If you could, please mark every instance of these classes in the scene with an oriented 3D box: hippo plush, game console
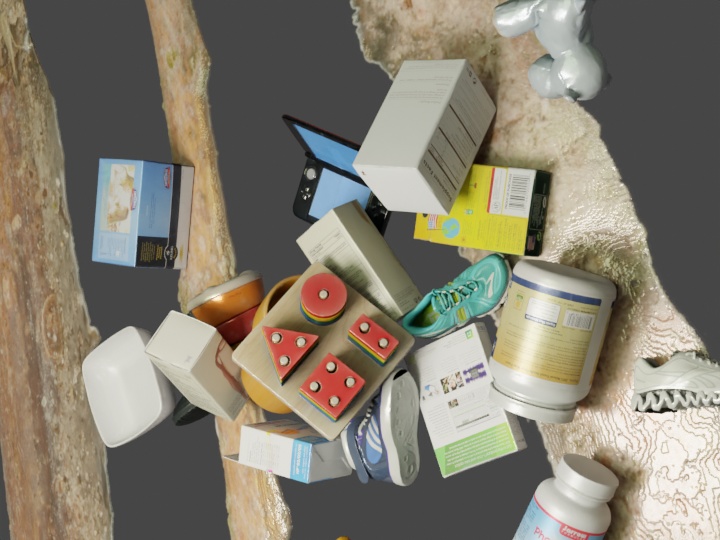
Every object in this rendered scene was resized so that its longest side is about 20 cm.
[{"bbox_3d":[0.298,-0.321,1.458,0.200,0.159,0.161,2,121,53],"label":"hippo plush"},{"bbox_3d":[-0.051,-0.140,1.718,0.200,0.119,0.173,28,106,36],"label":"game console"}]

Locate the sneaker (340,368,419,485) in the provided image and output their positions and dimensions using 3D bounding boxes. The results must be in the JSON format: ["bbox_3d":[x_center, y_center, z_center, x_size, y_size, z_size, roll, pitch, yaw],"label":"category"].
[{"bbox_3d":[0.016,0.237,1.660,0.146,0.081,0.200,10,114,40],"label":"sneaker"}]

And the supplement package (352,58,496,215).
[{"bbox_3d":[0.097,-0.197,1.552,0.117,0.117,0.200,9,63,38],"label":"supplement package"}]

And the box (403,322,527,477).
[{"bbox_3d":[0.157,0.197,1.599,0.144,0.036,0.200,-28,71,35],"label":"box"}]

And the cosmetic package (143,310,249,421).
[{"bbox_3d":[-0.262,0.162,1.761,0.103,0.200,0.087,21,67,26],"label":"cosmetic package"}]

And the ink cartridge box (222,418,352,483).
[{"bbox_3d":[-0.122,0.295,1.765,0.200,0.115,0.068,7,93,38],"label":"ink cartridge box"}]

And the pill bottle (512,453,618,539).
[{"bbox_3d":[0.276,0.358,1.452,0.109,0.109,0.200,32,108,35],"label":"pill bottle"}]

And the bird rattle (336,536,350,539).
[{"bbox_3d":[-0.037,0.528,1.729,0.200,0.113,0.163,-48,49,42],"label":"bird rattle"}]

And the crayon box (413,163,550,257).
[{"bbox_3d":[0.179,-0.096,1.577,0.200,0.051,0.127,11,96,38],"label":"crayon box"}]

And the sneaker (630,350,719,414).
[{"bbox_3d":[0.440,0.139,1.356,0.200,0.075,0.081,-10,74,37],"label":"sneaker"}]

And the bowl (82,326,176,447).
[{"bbox_3d":[-0.438,0.225,2.044,0.200,0.075,0.200,-34,68,33],"label":"bowl"}]

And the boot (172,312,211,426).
[{"bbox_3d":[-0.298,0.169,1.935,0.198,0.073,0.163,-41,67,23],"label":"boot"}]

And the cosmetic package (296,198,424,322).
[{"bbox_3d":[0.000,0.000,1.665,0.105,0.071,0.200,-36,84,40],"label":"cosmetic package"}]

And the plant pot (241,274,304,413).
[{"bbox_3d":[-0.103,0.138,1.720,0.183,0.200,0.200,-47,61,45],"label":"plant pot"}]

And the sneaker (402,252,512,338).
[{"bbox_3d":[0.145,0.046,1.582,0.200,0.080,0.078,-40,65,30],"label":"sneaker"}]

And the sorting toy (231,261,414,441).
[{"bbox_3d":[-0.053,0.110,1.560,0.199,0.070,0.200,38,73,9],"label":"sorting toy"}]

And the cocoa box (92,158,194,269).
[{"bbox_3d":[-0.411,-0.107,1.994,0.133,0.131,0.200,7,93,38],"label":"cocoa box"}]

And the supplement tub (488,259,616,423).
[{"bbox_3d":[0.259,0.096,1.449,0.144,0.144,0.200,20,101,37],"label":"supplement tub"}]

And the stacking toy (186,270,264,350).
[{"bbox_3d":[-0.202,0.112,1.844,0.146,0.146,0.200,-25,89,35],"label":"stacking toy"}]
